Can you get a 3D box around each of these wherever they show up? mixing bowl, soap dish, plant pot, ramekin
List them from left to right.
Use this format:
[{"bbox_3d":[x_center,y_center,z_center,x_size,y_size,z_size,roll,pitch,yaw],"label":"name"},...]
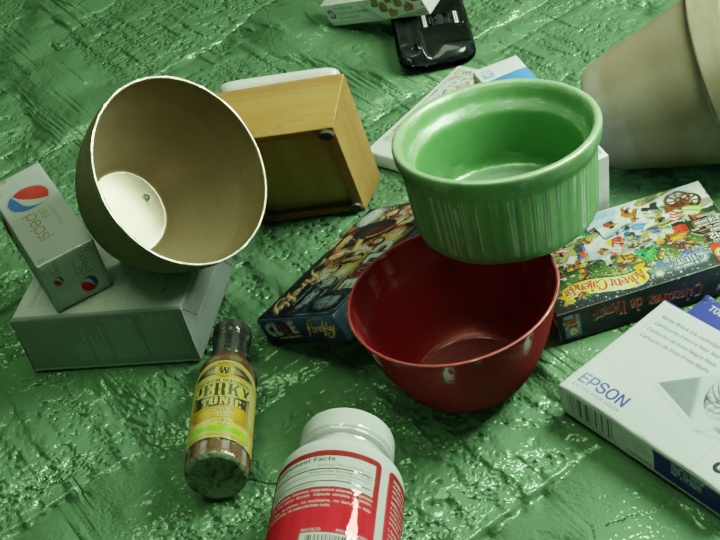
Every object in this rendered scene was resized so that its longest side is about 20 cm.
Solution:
[{"bbox_3d":[-0.215,-0.082,1.376,0.134,0.201,0.201,-26,20,50],"label":"plant pot"},{"bbox_3d":[-0.072,-0.134,1.494,0.155,0.200,0.082,-7,59,10],"label":"soap dish"},{"bbox_3d":[0.094,0.060,1.248,0.198,0.109,0.201,-10,37,7],"label":"mixing bowl"},{"bbox_3d":[0.134,-0.093,1.259,0.198,0.099,0.201,-9,33,6],"label":"ramekin"},{"bbox_3d":[0.338,-0.189,1.429,0.172,0.201,0.201,-19,34,26],"label":"plant pot"}]

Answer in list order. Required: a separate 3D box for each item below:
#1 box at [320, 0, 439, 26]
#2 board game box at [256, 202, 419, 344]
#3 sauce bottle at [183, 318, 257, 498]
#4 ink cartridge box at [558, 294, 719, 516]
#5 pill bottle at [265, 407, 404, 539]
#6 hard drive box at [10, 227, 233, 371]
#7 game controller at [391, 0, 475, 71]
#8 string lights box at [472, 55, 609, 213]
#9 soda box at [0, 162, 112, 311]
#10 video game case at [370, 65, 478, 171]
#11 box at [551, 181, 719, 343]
[{"bbox_3d":[0.027,-0.370,1.822,0.199,0.039,0.042,4,51,47],"label":"box"},{"bbox_3d":[0.000,0.000,1.380,0.135,0.035,0.200,-7,32,51],"label":"board game box"},{"bbox_3d":[-0.133,0.126,1.287,0.064,0.065,0.201,-11,38,7],"label":"sauce bottle"},{"bbox_3d":[0.312,0.102,1.171,0.199,0.041,0.199,-34,41,-22],"label":"ink cartridge box"},{"bbox_3d":[-0.021,0.214,1.096,0.111,0.113,0.201,-6,38,13],"label":"pill bottle"},{"bbox_3d":[-0.256,0.024,1.449,0.198,0.077,0.157,-4,39,15],"label":"hard drive box"},{"bbox_3d":[0.096,-0.331,1.802,0.103,0.042,0.201,-1,38,-4],"label":"game controller"},{"bbox_3d":[0.193,-0.132,1.436,0.058,0.103,0.201,-22,46,-11],"label":"string lights box"},{"bbox_3d":[-0.341,-0.040,1.446,0.068,0.064,0.200,-28,38,-15],"label":"soda box"},{"bbox_3d":[0.134,-0.173,1.595,0.181,0.023,0.200,19,50,37],"label":"video game case"},{"bbox_3d":[0.272,-0.011,1.329,0.198,0.038,0.137,-17,37,-1],"label":"box"}]
